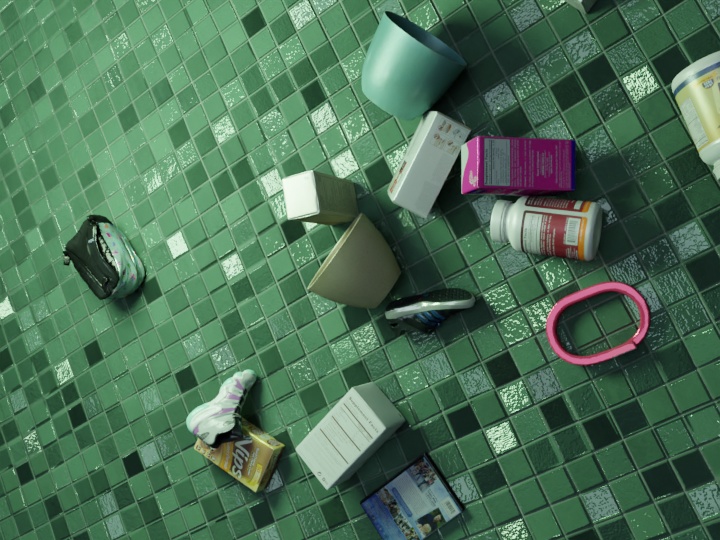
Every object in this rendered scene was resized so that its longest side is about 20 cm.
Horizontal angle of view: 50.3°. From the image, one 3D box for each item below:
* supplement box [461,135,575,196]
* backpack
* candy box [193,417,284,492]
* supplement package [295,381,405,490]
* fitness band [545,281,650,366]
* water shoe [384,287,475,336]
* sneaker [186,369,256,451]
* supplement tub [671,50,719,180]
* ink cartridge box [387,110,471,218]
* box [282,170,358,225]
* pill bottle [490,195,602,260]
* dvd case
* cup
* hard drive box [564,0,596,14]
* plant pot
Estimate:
[{"bbox_3d":[0.303,-0.200,1.486,0.198,0.101,0.104,2,89,-10],"label":"supplement box"},{"bbox_3d":[-0.649,-0.024,1.961,0.167,0.126,0.200,-47,72,28],"label":"backpack"},{"bbox_3d":[-0.288,0.419,1.816,0.199,0.055,0.116,27,98,24],"label":"candy box"},{"bbox_3d":[-0.021,0.355,1.661,0.200,0.117,0.117,-48,71,15],"label":"supplement package"},{"bbox_3d":[0.461,0.103,1.493,0.199,0.037,0.145,-24,76,21],"label":"fitness band"},{"bbox_3d":[0.153,0.091,1.628,0.199,0.072,0.079,-9,112,23],"label":"water shoe"},{"bbox_3d":[-0.287,0.334,1.771,0.140,0.078,0.200,38,71,27],"label":"sneaker"},{"bbox_3d":[0.654,-0.274,1.354,0.144,0.144,0.201,-23,79,22],"label":"supplement tub"},{"bbox_3d":[0.138,-0.227,1.608,0.083,0.176,0.201,25,101,-8],"label":"ink cartridge box"},{"bbox_3d":[-0.083,-0.153,1.660,0.077,0.200,0.096,-11,84,24],"label":"box"},{"bbox_3d":[0.362,-0.087,1.500,0.199,0.113,0.114,9,92,25],"label":"pill bottle"},{"bbox_3d":[0.108,0.506,1.651,0.200,0.018,0.143,-42,72,19],"label":"dvd case"},{"bbox_3d":[0.000,0.000,1.640,0.143,0.200,0.201,36,104,-5],"label":"cup"},{"bbox_3d":[0.439,-0.637,1.502,0.156,0.077,0.201,40,104,20],"label":"hard drive box"},{"bbox_3d":[0.095,-0.412,1.596,0.200,0.200,0.161,42,116,20],"label":"plant pot"}]
